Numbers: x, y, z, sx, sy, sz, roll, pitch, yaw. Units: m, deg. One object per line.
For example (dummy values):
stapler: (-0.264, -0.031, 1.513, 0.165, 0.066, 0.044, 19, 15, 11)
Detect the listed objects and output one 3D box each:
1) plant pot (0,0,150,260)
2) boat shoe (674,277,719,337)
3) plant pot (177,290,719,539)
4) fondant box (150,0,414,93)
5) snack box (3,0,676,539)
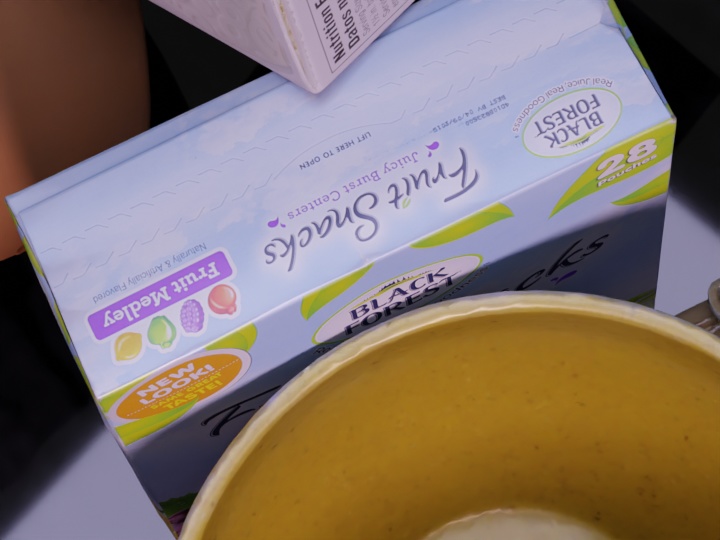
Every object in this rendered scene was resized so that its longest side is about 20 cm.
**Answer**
plant pot: (-0.149, -0.075, 0.903, 0.140, 0.200, 0.201, -13, 71, -17)
boat shoe: (0.161, 0.021, 0.907, 0.199, 0.063, 0.074, -17, 73, -1)
plant pot: (0.046, 0.112, 0.837, 0.199, 0.142, 0.201, 0, 83, 0)
fondant box: (-0.003, -0.157, 0.809, 0.144, 0.058, 0.200, 31, 65, 33)
snack box: (0.000, 0.000, 0.854, 0.168, 0.200, 0.068, -26, 72, -4)
